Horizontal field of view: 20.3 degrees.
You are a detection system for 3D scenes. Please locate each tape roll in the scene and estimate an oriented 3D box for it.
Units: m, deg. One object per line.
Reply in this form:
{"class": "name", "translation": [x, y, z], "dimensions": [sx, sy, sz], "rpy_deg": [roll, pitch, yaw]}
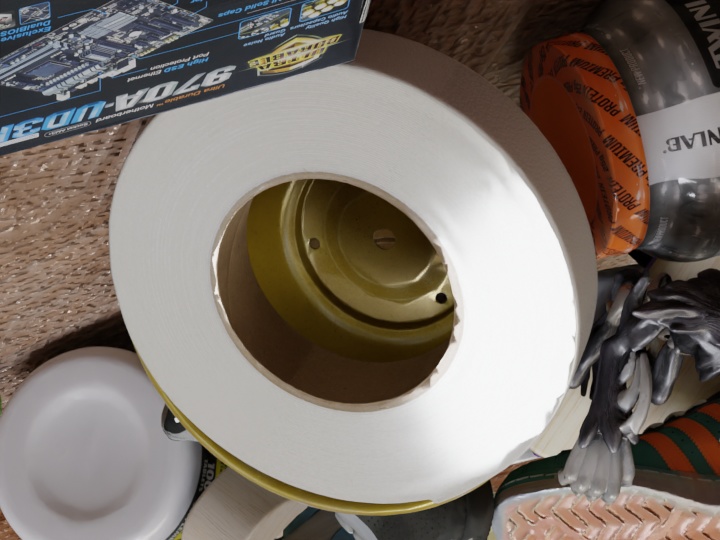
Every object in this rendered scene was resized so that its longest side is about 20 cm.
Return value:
{"class": "tape roll", "translation": [-0.005, 0.002, 0.808], "dimensions": [0.202, 0.203, 0.037], "rpy_deg": [-33, -168, 31]}

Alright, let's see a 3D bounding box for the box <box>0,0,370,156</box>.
{"class": "box", "translation": [-0.089, -0.100, 0.656], "dimensions": [0.199, 0.046, 0.159], "rpy_deg": [-17, 161, -13]}

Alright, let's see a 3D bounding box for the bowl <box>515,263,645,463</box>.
{"class": "bowl", "translation": [0.068, 0.060, 1.098], "dimensions": [0.199, 0.091, 0.201], "rpy_deg": [-13, 177, -1]}

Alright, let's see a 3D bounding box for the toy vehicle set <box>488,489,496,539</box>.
{"class": "toy vehicle set", "translation": [-0.010, 0.199, 1.054], "dimensions": [0.199, 0.027, 0.125], "rpy_deg": [-23, 139, -30]}

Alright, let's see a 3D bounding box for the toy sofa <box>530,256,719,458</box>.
{"class": "toy sofa", "translation": [0.174, 0.034, 1.009], "dimensions": [0.201, 0.097, 0.083], "rpy_deg": [-59, 168, 21]}

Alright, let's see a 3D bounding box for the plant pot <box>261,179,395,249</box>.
{"class": "plant pot", "translation": [-0.009, -0.010, 1.014], "dimensions": [0.199, 0.028, 0.200], "rpy_deg": [-18, 160, -7]}

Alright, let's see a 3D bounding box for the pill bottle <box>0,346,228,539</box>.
{"class": "pill bottle", "translation": [-0.110, 0.110, 1.094], "dimensions": [0.112, 0.113, 0.200], "rpy_deg": [-24, 164, 10]}

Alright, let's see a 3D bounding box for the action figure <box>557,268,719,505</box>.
{"class": "action figure", "translation": [0.135, 0.046, 0.846], "dimensions": [0.118, 0.103, 0.200], "rpy_deg": [3, -179, -23]}

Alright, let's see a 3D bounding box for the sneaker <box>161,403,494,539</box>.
{"class": "sneaker", "translation": [-0.033, 0.083, 0.950], "dimensions": [0.115, 0.200, 0.076], "rpy_deg": [9, 106, -39]}

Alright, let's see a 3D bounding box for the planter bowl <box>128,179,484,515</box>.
{"class": "planter bowl", "translation": [0.000, 0.000, 0.882], "dimensions": [0.200, 0.201, 0.084], "rpy_deg": [-32, -171, 29]}

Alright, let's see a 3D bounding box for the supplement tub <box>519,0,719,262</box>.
{"class": "supplement tub", "translation": [0.178, -0.076, 0.881], "dimensions": [0.199, 0.123, 0.123], "rpy_deg": [-16, 161, -15]}

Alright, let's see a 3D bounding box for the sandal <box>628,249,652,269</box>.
{"class": "sandal", "translation": [0.157, -0.029, 1.042], "dimensions": [0.201, 0.079, 0.058], "rpy_deg": [31, 82, -58]}

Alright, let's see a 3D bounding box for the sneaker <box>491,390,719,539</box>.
{"class": "sneaker", "translation": [0.159, 0.097, 0.936], "dimensions": [0.198, 0.080, 0.072], "rpy_deg": [-2, 127, 1]}

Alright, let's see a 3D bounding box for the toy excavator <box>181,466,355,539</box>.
{"class": "toy excavator", "translation": [-0.024, 0.156, 1.082], "dimensions": [0.200, 0.100, 0.195], "rpy_deg": [-31, 146, -44]}
